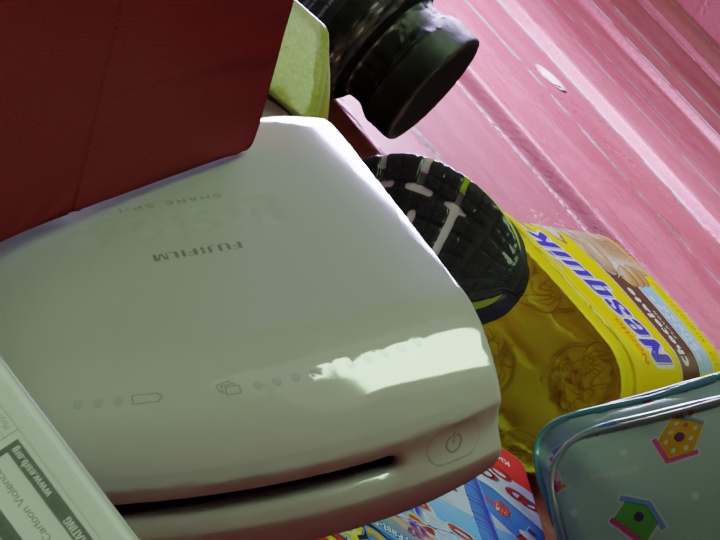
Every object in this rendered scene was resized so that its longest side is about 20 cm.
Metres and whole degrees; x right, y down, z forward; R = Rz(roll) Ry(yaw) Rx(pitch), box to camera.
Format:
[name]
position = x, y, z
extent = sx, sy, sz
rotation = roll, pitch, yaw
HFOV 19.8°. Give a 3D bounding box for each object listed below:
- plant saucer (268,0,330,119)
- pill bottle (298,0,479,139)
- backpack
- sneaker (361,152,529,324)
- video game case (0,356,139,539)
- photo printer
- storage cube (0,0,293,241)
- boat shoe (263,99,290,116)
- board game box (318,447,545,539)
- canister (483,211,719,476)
[plant saucer]
position = -0.084, -0.147, 1.108
extent = 0.200, 0.048, 0.200
rotation = 42, -2, 1
[pill bottle]
position = -0.024, -0.182, 1.312
extent = 0.200, 0.112, 0.112
rotation = 44, 18, 9
[backpack]
position = 0.167, 0.137, 0.822
extent = 0.153, 0.175, 0.201
rotation = 20, 55, -72
[sneaker]
position = 0.000, 0.000, 0.884
extent = 0.199, 0.074, 0.081
rotation = 5, -28, 47
[video game case]
position = -0.157, 0.051, 0.482
extent = 0.200, 0.023, 0.182
rotation = 53, 42, 3
[photo printer]
position = -0.054, 0.021, 0.668
extent = 0.165, 0.070, 0.200
rotation = -9, 28, -15
[storage cube]
position = -0.127, -0.128, 0.637
extent = 0.200, 0.180, 0.171
rotation = 40, 43, 24
[boat shoe]
position = -0.031, -0.023, 1.007
extent = 0.200, 0.071, 0.063
rotation = 35, -23, 23
[board game box]
position = -0.012, 0.095, 0.781
extent = 0.200, 0.056, 0.196
rotation = 34, 19, -21
[canister]
position = 0.111, 0.037, 1.128
extent = 0.149, 0.087, 0.200
rotation = 48, 17, 19
